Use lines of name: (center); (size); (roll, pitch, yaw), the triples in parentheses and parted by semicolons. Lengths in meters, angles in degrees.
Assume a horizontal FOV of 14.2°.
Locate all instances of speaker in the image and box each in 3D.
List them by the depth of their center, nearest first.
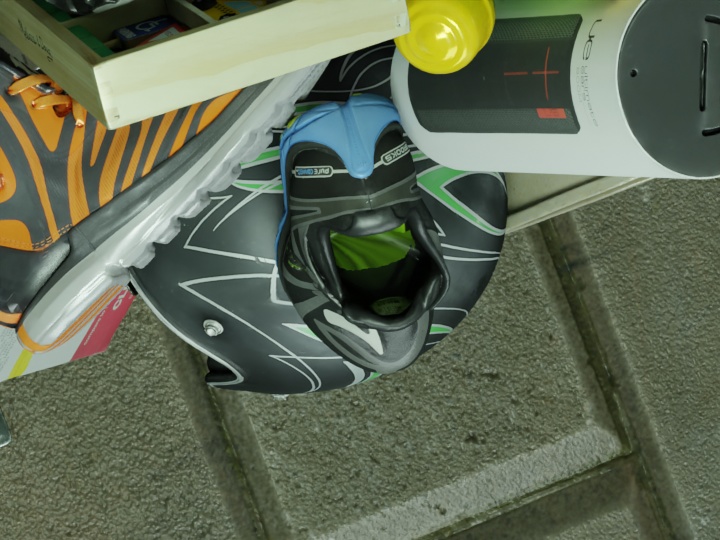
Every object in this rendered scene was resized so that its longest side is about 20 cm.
speaker: (0.090, -0.078, 1.178); (0.081, 0.082, 0.200); (-20, -168, -23)

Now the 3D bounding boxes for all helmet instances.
helmet: (-0.026, -0.033, 1.448); (0.199, 0.201, 0.191); (-21, 165, -6)

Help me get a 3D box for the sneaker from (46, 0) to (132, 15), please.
sneaker: (-0.037, -0.151, 1.082); (0.200, 0.067, 0.090); (-17, -175, 46)

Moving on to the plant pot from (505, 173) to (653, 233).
plant pot: (0.131, -0.138, 1.532); (0.200, 0.184, 0.200); (-20, 179, 0)

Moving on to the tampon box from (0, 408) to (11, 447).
tampon box: (-0.220, -0.008, 0.965); (0.126, 0.201, 0.150); (-20, 177, -19)

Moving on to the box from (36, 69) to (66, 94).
box: (-0.146, -0.107, 1.428); (0.159, 0.050, 0.200); (-23, 179, -17)

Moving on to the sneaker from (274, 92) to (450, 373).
sneaker: (0.000, 0.000, 1.288); (0.070, 0.083, 0.200); (-13, 153, -3)

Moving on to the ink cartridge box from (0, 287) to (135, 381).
ink cartridge box: (-0.221, -0.014, 1.608); (0.084, 0.145, 0.200); (-57, 166, 18)

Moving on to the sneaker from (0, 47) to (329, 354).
sneaker: (-0.104, -0.069, 1.215); (0.200, 0.112, 0.078); (-44, 177, -2)

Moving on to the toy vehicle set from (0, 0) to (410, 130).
toy vehicle set: (-0.073, -0.110, 1.165); (0.124, 0.027, 0.200); (-19, -158, -15)

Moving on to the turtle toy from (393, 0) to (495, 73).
turtle toy: (0.079, -0.171, 1.138); (0.199, 0.101, 0.146); (-24, -160, 30)

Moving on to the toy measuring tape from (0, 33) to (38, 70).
toy measuring tape: (-0.219, -0.072, 1.274); (0.199, 0.074, 0.074); (-20, 178, -27)

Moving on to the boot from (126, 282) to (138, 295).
boot: (-0.067, -0.085, 1.602); (0.199, 0.139, 0.077); (-23, 178, 11)
